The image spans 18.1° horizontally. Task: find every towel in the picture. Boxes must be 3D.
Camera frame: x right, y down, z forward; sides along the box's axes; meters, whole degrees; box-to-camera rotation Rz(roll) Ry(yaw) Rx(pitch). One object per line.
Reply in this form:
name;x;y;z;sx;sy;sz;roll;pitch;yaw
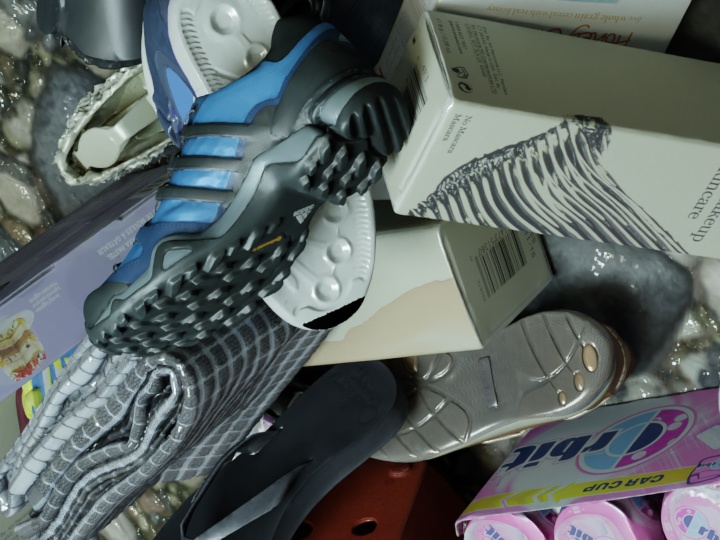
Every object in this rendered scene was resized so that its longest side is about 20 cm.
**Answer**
towel;-0.105;0.067;1.258;0.086;0.165;0.200;45;131;6

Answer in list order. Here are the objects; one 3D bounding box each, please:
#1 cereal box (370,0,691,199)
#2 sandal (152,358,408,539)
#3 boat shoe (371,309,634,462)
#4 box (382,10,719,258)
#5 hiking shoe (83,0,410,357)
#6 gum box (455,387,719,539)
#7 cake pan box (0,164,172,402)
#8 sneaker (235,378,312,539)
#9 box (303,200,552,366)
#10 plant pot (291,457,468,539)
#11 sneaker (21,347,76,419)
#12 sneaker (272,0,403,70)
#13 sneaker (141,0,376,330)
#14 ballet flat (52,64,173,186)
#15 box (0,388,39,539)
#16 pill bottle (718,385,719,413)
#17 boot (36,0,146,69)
cereal box;0.087;-0.118;1.159;0.201;0.143;0.040;112;147;-40
sandal;-0.059;0.121;1.282;0.076;0.200;0.043;32;165;41
boat shoe;0.070;0.070;1.319;0.199;0.072;0.077;-9;82;33
box;0.111;-0.065;1.135;0.198;0.069;0.082;7;134;-22
hiking shoe;-0.065;-0.039;1.112;0.200;0.074;0.087;-41;58;12
gum box;0.158;0.127;1.271;0.199;0.113;0.067;-13;109;40
cake pan box;-0.173;0.004;1.343;0.053;0.200;0.184;57;158;-13
sneaker;-0.043;0.082;1.419;0.139;0.078;0.200;-28;109;41
box;0.000;0.000;1.319;0.199;0.095;0.078;-7;112;39
plant pot;-0.013;0.222;1.355;0.198;0.200;0.177;-5;121;21
sneaker;-0.185;0.052;1.448;0.200;0.075;0.106;-148;51;-66
sneaker;-0.031;-0.130;1.277;0.147;0.077;0.202;54;142;7
sneaker;-0.058;-0.069;1.214;0.146;0.080;0.202;-169;57;-78
ballet flat;-0.117;-0.100;1.359;0.199;0.072;0.072;-32;97;42
box;-0.289;0.116;1.583;0.127;0.109;0.202;12;123;30
pill bottle;0.277;0.036;1.131;0.113;0.113;0.200;47;133;1
boot;-0.121;-0.197;1.270;0.199;0.076;0.170;19;122;45
